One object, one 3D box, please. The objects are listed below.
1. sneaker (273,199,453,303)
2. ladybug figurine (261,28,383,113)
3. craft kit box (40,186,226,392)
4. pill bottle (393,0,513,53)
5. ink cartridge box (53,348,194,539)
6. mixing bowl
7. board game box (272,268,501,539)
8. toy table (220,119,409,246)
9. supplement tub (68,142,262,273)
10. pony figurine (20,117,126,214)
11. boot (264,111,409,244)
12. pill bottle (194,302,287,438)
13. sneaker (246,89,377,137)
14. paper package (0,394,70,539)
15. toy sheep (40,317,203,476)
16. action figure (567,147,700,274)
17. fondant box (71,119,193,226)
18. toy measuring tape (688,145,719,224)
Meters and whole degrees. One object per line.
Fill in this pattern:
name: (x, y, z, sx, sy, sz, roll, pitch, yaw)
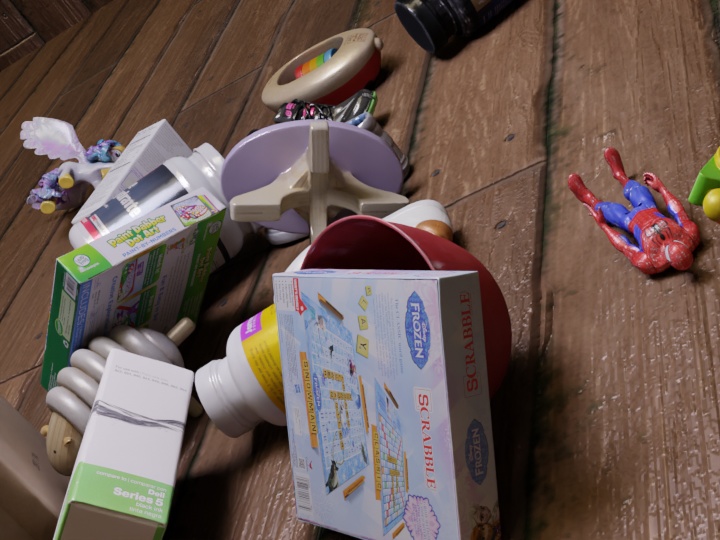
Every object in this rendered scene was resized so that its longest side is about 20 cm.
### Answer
sneaker: (0.000, 0.000, 1.192, 0.200, 0.073, 0.085, -31, 24, 11)
ladybug figurine: (-0.047, -0.269, 1.695, 0.199, 0.072, 0.136, -20, 31, 32)
craft kit box: (-0.242, 0.028, 1.288, 0.197, 0.049, 0.200, -29, -28, -40)
pill bottle: (0.146, -0.380, 1.589, 0.200, 0.112, 0.112, -40, 26, -5)
ink cartridge box: (-0.211, 0.189, 1.056, 0.200, 0.084, 0.146, -89, 19, -57)
mixing bowl: (0.046, 0.050, 0.959, 0.108, 0.201, 0.200, -10, 6, -39)
board game box: (0.015, 0.100, 0.889, 0.041, 0.201, 0.199, -9, 7, -37)
toy table: (-0.049, -0.082, 1.291, 0.199, 0.185, 0.117, -12, 24, 0)
supplement tub: (-0.229, -0.045, 1.437, 0.200, 0.141, 0.140, -36, 25, -10)
pony figurine: (-0.471, -0.159, 1.997, 0.192, 0.167, 0.200, -2, 26, -1)
boot: (-0.048, -0.111, 1.410, 0.200, 0.096, 0.074, -28, 27, 19)
pill bottle: (-0.050, 0.073, 1.101, 0.200, 0.104, 0.104, -32, 26, 12)
sneaker: (-0.066, -0.184, 1.567, 0.199, 0.084, 0.077, -24, 29, 26)
paper package: (-0.366, 0.206, 1.183, 0.103, 0.191, 0.200, -39, 25, -4)
toy sheep: (-0.238, 0.125, 1.221, 0.200, 0.138, 0.138, -49, 28, -23)
action figure: (0.230, -0.047, 1.014, 0.065, 0.052, 0.200, -32, 28, 3)
fondant box: (-0.269, -0.080, 1.584, 0.058, 0.144, 0.200, -19, 31, 37)
toy measuring tape: (0.318, -0.081, 0.956, 0.073, 0.074, 0.200, -14, 16, 39)
